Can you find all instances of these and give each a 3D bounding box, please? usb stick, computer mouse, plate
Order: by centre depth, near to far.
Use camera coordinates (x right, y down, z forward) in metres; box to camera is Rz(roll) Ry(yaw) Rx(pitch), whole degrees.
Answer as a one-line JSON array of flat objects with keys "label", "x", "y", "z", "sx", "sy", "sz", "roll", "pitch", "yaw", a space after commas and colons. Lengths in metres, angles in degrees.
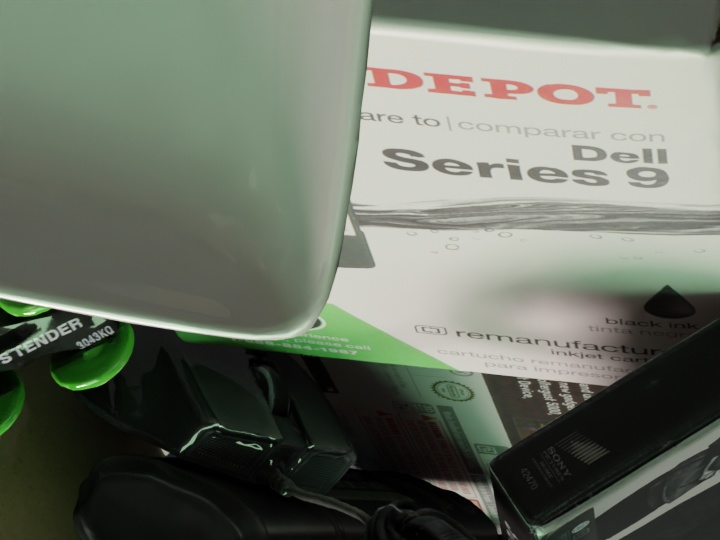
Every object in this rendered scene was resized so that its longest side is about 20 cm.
[{"label": "plate", "x": -0.088, "y": -0.100, "z": 0.442, "sx": 0.198, "sy": 0.201, "sz": 0.032, "roll": 9, "pitch": -160, "yaw": 1}, {"label": "computer mouse", "x": -0.012, "y": 0.041, "z": 0.690, "sx": 0.058, "sy": 0.034, "sz": 0.200, "roll": 20, "pitch": -176, "yaw": -35}, {"label": "usb stick", "x": -0.014, "y": 0.071, "z": 0.781, "sx": 0.055, "sy": 0.033, "sz": 0.200, "roll": 21, "pitch": -177, "yaw": 21}]

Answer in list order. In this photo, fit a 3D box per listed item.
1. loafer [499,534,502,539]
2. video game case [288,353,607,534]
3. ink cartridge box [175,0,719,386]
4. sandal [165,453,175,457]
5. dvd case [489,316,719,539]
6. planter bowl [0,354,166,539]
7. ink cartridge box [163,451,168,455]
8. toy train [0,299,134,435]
[{"label": "loafer", "x": 0.017, "y": 0.077, "z": 0.989, "sx": 0.199, "sy": 0.076, "sz": 0.068, "roll": -10, "pitch": 153, "yaw": 22}, {"label": "video game case", "x": 0.055, "y": 0.041, "z": 0.834, "sx": 0.181, "sy": 0.023, "sz": 0.200, "roll": 5, "pitch": 159, "yaw": 13}, {"label": "ink cartridge box", "x": 0.014, "y": -0.048, "z": 0.623, "sx": 0.145, "sy": 0.084, "sz": 0.200, "roll": 6, "pitch": 160, "yaw": 11}, {"label": "sandal", "x": 0.009, "y": 0.111, "z": 0.919, "sx": 0.087, "sy": 0.080, "sz": 0.200, "roll": -39, "pitch": 126, "yaw": 18}, {"label": "dvd case", "x": 0.124, "y": 0.023, "z": 0.686, "sx": 0.199, "sy": 0.025, "sz": 0.150, "roll": -31, "pitch": 159, "yaw": -6}, {"label": "planter bowl", "x": -0.112, "y": 0.116, "z": 0.779, "sx": 0.135, "sy": 0.201, "sz": 0.200, "roll": 34, "pitch": 177, "yaw": 36}, {"label": "ink cartridge box", "x": -0.143, "y": 0.057, "z": 0.948, "sx": 0.199, "sy": 0.068, "sz": 0.115, "roll": 8, "pitch": 164, "yaw": 41}, {"label": "toy train", "x": -0.144, "y": 0.034, "z": 0.699, "sx": 0.199, "sy": 0.057, "sz": 0.042, "roll": -25, "pitch": 133, "yaw": 6}]
